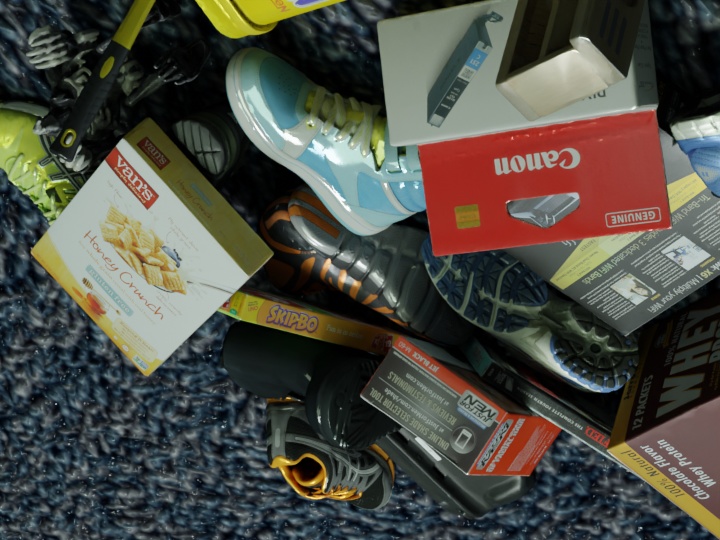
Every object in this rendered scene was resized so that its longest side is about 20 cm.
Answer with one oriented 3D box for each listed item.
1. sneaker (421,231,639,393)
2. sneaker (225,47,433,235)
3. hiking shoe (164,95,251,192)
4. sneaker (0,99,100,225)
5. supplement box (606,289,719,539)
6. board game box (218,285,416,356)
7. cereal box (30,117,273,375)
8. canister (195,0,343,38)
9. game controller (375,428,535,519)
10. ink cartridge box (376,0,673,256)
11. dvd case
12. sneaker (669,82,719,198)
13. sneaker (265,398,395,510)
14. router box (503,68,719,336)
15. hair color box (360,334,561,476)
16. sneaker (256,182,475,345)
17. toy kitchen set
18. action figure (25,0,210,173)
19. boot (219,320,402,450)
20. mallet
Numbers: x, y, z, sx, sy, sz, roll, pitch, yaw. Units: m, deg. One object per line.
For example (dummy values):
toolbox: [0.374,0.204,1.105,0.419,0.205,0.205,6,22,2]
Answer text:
sneaker: [0.128,0.040,1.615,0.200,0.077,0.085,38,162,4]
sneaker: [-0.001,-0.113,1.509,0.130,0.080,0.200,-14,137,39]
hiking shoe: [-0.134,-0.078,1.589,0.076,0.101,0.200,52,142,-1]
sneaker: [-0.249,-0.074,1.673,0.199,0.077,0.075,29,142,-6]
supplement box: [0.341,0.113,1.550,0.197,0.133,0.200,38,139,-17]
board game box: [-0.044,0.041,1.649,0.199,0.030,0.095,19,180,-38]
cereal box: [-0.168,-0.014,1.559,0.144,0.040,0.200,47,141,-1]
canister: [-0.034,-0.250,1.363,0.199,0.087,0.149,-12,130,33]
game controller: [0.070,0.153,1.811,0.104,0.042,0.200,-31,119,29]
ink cartridge box: [0.115,-0.105,1.407,0.199,0.045,0.178,-7,91,32]
dvd case: [0.174,0.116,1.651,0.199,0.146,0.022,31,95,-11]
sneaker: [0.316,-0.097,1.353,0.199,0.079,0.090,-13,113,35]
sneaker: [-0.034,0.181,1.841,0.078,0.078,0.200,-10,145,30]
router box: [0.206,-0.049,1.496,0.157,0.052,0.200,35,139,-15]
hair color box: [0.088,0.113,1.622,0.111,0.064,0.200,35,-173,18]
sneaker: [0.000,0.000,1.649,0.200,0.078,0.112,38,150,-17]
toy kitchen set: [0.122,-0.244,1.217,0.163,0.181,0.200,-23,127,40]
action figure: [-0.211,-0.143,1.549,0.200,0.102,0.119,-32,81,42]
boot: [-0.050,0.091,1.681,0.167,0.200,0.077,14,97,23]
mallet: [-0.180,-0.177,1.451,0.066,0.201,0.041,35,176,-1]
